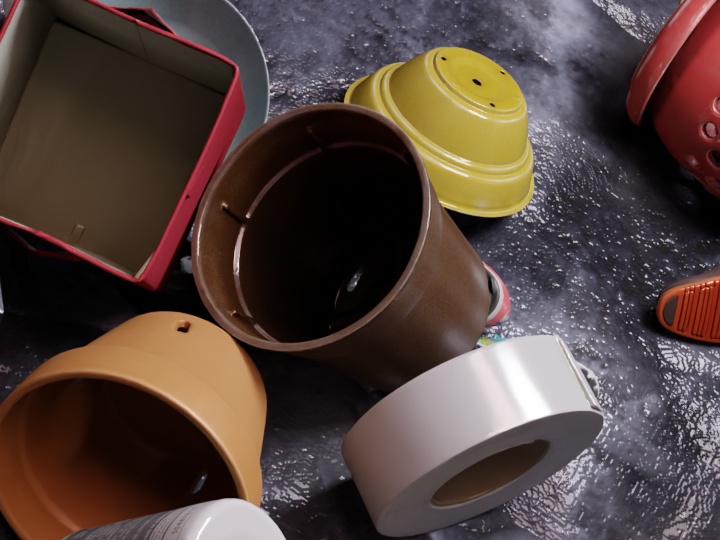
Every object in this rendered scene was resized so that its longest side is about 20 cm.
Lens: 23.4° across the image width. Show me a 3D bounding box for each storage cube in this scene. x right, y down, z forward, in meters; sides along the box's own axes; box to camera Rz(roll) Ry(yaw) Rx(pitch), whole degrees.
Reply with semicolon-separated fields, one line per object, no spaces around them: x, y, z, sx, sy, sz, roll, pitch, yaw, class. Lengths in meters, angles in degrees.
-0.197;-0.097;1.323;0.171;0.180;0.200;24;85;0;storage cube

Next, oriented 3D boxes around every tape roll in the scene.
0.089;0.131;1.365;0.202;0.202;0.071;-11;62;-31;tape roll

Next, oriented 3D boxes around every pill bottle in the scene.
-0.150;0.224;1.176;0.113;0.200;0.113;25;58;-46;pill bottle

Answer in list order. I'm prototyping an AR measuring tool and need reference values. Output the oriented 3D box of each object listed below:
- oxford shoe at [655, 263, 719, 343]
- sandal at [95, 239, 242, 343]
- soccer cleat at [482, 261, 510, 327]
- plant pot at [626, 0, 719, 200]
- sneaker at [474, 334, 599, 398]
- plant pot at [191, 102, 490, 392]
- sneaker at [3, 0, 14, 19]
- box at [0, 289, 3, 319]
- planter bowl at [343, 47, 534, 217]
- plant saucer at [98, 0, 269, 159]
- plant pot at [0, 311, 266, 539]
0.361;0.019;1.673;0.200;0.071;0.073;-5;32;-25;oxford shoe
-0.172;-0.007;1.437;0.200;0.048;0.075;37;49;4;sandal
0.053;-0.017;1.550;0.200;0.073;0.068;40;93;24;soccer cleat
0.376;-0.178;1.726;0.182;0.201;0.200;35;49;13;plant pot
0.105;0.089;1.499;0.200;0.078;0.080;13;16;-7;sneaker
0.000;0.000;1.380;0.198;0.200;0.200;41;29;-57;plant pot
-0.220;-0.211;1.553;0.200;0.075;0.089;26;35;-11;sneaker
-0.335;0.036;1.230;0.122;0.200;0.106;1;58;-25;box
0.091;-0.147;1.605;0.200;0.084;0.201;20;36;-15;planter bowl
-0.174;-0.152;1.487;0.201;0.201;0.039;36;6;2;plant saucer
-0.153;0.123;1.276;0.200;0.200;0.140;33;34;-1;plant pot
